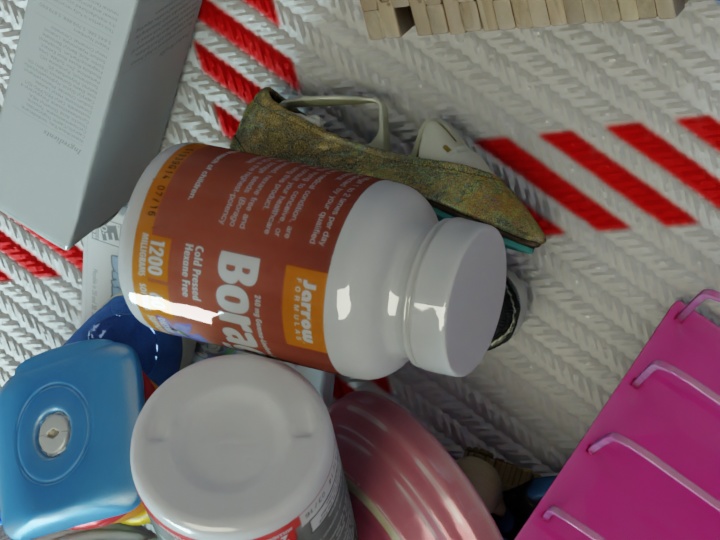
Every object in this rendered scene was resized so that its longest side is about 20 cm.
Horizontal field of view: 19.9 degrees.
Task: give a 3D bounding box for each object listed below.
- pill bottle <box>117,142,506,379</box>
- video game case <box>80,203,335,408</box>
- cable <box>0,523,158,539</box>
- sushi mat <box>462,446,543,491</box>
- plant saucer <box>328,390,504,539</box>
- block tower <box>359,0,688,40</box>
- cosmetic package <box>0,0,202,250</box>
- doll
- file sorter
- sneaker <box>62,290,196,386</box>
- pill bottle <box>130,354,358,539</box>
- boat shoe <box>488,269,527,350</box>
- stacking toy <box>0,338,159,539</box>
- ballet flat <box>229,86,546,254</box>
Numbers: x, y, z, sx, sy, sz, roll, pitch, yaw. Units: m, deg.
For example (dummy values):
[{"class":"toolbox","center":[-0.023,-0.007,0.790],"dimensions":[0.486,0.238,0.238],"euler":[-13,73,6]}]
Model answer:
[{"class":"pill bottle","center":[-0.026,-0.002,1.145],"dimensions":[0.199,0.112,0.113],"euler":[12,121,24]},{"class":"video game case","center":[-0.103,0.063,1.352],"dimensions":[0.182,0.024,0.201],"euler":[18,123,18]},{"class":"cable","center":[-0.197,0.245,1.320],"dimensions":[0.069,0.199,0.201],"euler":[37,119,52]},{"class":"sushi mat","center":[0.093,0.206,1.331],"dimensions":[0.095,0.012,0.200],"euler":[23,125,15]},{"class":"plant saucer","center":[0.027,0.172,1.264],"dimensions":[0.201,0.051,0.201],"euler":[47,155,30]},{"class":"block tower","center":[0.088,-0.163,1.107],"dimensions":[0.199,0.054,0.058],"euler":[-2,116,30]},{"class":"cosmetic package","center":[-0.157,-0.123,1.232],"dimensions":[0.074,0.102,0.200],"euler":[30,125,11]},{"class":"doll","center":[0.138,0.170,1.251],"dimensions":[0.200,0.049,0.137],"euler":[30,133,1]},{"class":"file sorter","center":[0.180,0.128,1.108],"dimensions":[0.139,0.125,0.200],"euler":[34,83,7]},{"class":"sneaker","center":[-0.190,0.091,1.329],"dimensions":[0.077,0.111,0.200],"euler":[48,127,-4]},{"class":"pill bottle","center":[-0.060,0.145,1.188],"dimensions":[0.114,0.114,0.200],"euler":[18,151,19]},{"class":"boat shoe","center":[0.000,0.000,1.229],"dimensions":[0.199,0.060,0.076],"euler":[11,97,18]},{"class":"stacking toy","center":[-0.125,0.118,1.285],"dimensions":[0.116,0.200,0.110],"euler":[-18,66,31]},{"class":"ballet flat","center":[0.018,-0.064,1.198],"dimensions":[0.199,0.071,0.071],"euler":[16,122,18]}]
